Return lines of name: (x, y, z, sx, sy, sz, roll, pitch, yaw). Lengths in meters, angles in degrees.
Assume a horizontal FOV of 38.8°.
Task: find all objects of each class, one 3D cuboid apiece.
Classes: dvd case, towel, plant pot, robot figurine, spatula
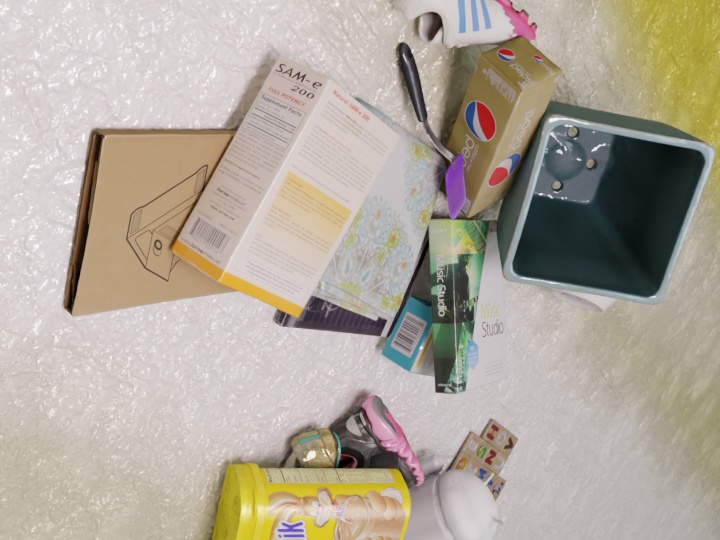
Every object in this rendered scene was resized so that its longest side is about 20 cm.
dvd case: (0.000, 0.000, 1.144, 0.200, 0.016, 0.149, 10, 106, -52)
towel: (0.009, -0.056, 1.063, 0.171, 0.048, 0.201, 27, 81, -55)
plant pot: (0.266, -0.101, 1.215, 0.195, 0.200, 0.197, 9, 113, -8)
robot figurine: (0.100, 0.338, 1.376, 0.199, 0.170, 0.113, -26, 156, 24)
spatula: (0.077, -0.147, 1.080, 0.201, 0.020, 0.057, 65, 35, -25)

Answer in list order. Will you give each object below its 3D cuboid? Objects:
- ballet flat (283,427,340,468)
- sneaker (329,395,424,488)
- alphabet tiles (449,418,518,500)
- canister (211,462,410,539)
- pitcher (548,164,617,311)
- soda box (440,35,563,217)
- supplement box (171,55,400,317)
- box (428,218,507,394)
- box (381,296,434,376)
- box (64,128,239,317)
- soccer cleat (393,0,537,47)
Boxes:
ballet flat: (-0.067, 0.275, 1.228, 0.070, 0.071, 0.201, -22, 131, -40)
sneaker: (0.016, 0.233, 1.297, 0.095, 0.079, 0.200, -31, 140, 0)
alphabet tiles: (0.175, 0.331, 1.573, 0.201, 0.008, 0.167, -59, 139, -7)
canister: (-0.056, 0.289, 1.152, 0.199, 0.087, 0.149, 4, 118, -21)
pitcher: (0.344, -0.042, 1.447, 0.201, 0.121, 0.172, -68, 153, -8)
soda box: (0.146, -0.153, 1.113, 0.068, 0.064, 0.200, -29, 155, -30)
supplement box: (-0.065, -0.073, 0.929, 0.126, 0.073, 0.201, 30, 90, -54)
box: (0.130, 0.039, 1.222, 0.144, 0.036, 0.201, -4, 91, -59)
box: (0.108, 0.091, 1.294, 0.200, 0.049, 0.083, 19, 99, -58)
box: (-0.162, -0.046, 0.914, 0.199, 0.021, 0.164, -9, 121, -47)
soccer cleat: (0.106, -0.261, 1.052, 0.200, 0.070, 0.086, 19, 114, -50)
